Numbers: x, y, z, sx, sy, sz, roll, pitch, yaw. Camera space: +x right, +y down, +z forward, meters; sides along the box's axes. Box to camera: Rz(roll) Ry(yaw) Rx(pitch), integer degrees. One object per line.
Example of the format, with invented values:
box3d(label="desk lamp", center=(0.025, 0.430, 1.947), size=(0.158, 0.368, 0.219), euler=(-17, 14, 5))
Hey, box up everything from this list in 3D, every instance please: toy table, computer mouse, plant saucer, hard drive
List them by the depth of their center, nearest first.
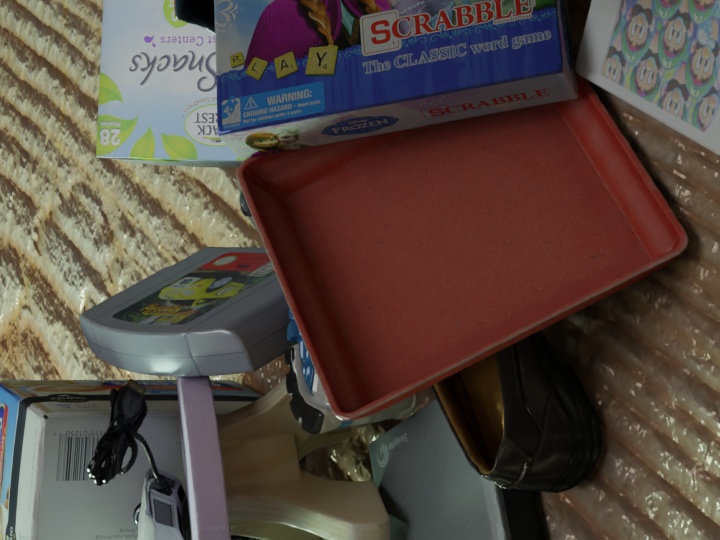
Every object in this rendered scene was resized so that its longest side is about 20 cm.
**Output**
box3d(label="plant saucer", center=(0.051, -0.027, 0.922), size=(0.200, 0.200, 0.037), euler=(65, -177, 41))
box3d(label="hard drive", center=(0.061, 0.177, 1.002), size=(0.140, 0.033, 0.201), euler=(-41, 53, 54))
box3d(label="toy table", center=(-0.054, 0.131, 1.093), size=(0.200, 0.117, 0.184), euler=(-107, 15, -53))
box3d(label="computer mouse", center=(-0.137, 0.176, 1.143), size=(0.110, 0.044, 0.201), euler=(-100, -8, -64))

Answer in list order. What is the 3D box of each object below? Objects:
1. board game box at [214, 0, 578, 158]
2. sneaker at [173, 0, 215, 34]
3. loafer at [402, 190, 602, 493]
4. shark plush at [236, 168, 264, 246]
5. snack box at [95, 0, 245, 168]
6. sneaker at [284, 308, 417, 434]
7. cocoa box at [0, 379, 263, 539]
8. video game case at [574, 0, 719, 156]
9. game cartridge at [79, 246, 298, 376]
box3d(label="board game box", center=(0.014, -0.177, 0.961), size=(0.041, 0.199, 0.200), euler=(44, -141, -65))
box3d(label="sneaker", center=(-0.031, -0.138, 1.026), size=(0.200, 0.084, 0.075), euler=(26, 126, 32))
box3d(label="loafer", center=(0.058, 0.032, 0.936), size=(0.073, 0.072, 0.200), euler=(-50, 57, 31))
box3d(label="shark plush", center=(-0.049, -0.060, 1.198), size=(0.083, 0.091, 0.201), euler=(-14, 68, 30))
box3d(label="snack box", center=(-0.077, -0.154, 1.147), size=(0.199, 0.068, 0.169), euler=(4, 92, 27))
box3d(label="sneaker", center=(0.000, 0.000, 1.042), size=(0.075, 0.086, 0.201), euler=(-18, 72, 63))
box3d(label="cocoa box", center=(-0.162, 0.155, 1.247), size=(0.131, 0.199, 0.134), euler=(18, 104, 62))
box3d(label="video game case", center=(0.182, -0.151, 0.808), size=(0.200, 0.024, 0.183), euler=(43, 125, 55))
box3d(label="game cartridge", center=(-0.099, 0.026, 1.138), size=(0.200, 0.133, 0.041), euler=(2, 120, 51))
